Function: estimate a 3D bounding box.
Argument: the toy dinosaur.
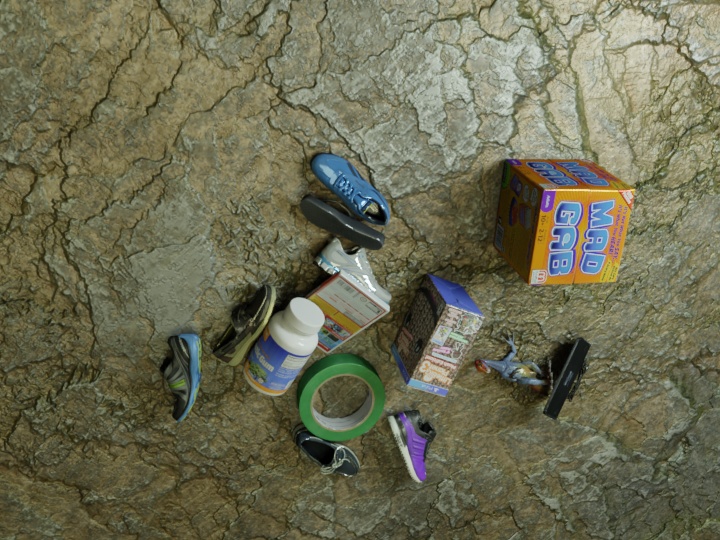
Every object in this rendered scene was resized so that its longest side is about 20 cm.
[{"bbox_3d":[0.355,0.246,1.881,0.179,0.106,0.202,1,128,9],"label":"toy dinosaur"}]

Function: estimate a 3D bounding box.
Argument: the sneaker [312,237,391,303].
[{"bbox_3d":[0.000,0.000,1.696,0.199,0.075,0.087,34,88,-29],"label":"sneaker"}]

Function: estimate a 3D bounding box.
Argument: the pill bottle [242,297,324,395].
[{"bbox_3d":[-0.156,0.155,1.679,0.111,0.113,0.201,21,121,-21],"label":"pill bottle"}]

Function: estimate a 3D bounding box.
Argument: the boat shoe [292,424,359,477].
[{"bbox_3d":[-0.074,0.428,1.869,0.075,0.062,0.200,-42,116,5],"label":"boat shoe"}]

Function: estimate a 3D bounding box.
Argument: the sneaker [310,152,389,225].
[{"bbox_3d":[-0.015,-0.161,1.615,0.200,0.079,0.066,39,103,-23],"label":"sneaker"}]

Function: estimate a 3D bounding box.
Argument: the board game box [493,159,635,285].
[{"bbox_3d":[0.413,-0.105,1.670,0.197,0.200,0.203,-1,115,-13],"label":"board game box"}]

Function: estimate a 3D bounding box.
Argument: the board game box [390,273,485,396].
[{"bbox_3d":[0.162,0.137,1.742,0.096,0.160,0.202,18,108,-19],"label":"board game box"}]

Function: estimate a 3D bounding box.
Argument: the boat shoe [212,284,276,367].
[{"bbox_3d":[-0.244,0.113,1.685,0.065,0.072,0.202,23,111,-26],"label":"boat shoe"}]

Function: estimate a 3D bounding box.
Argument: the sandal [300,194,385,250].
[{"bbox_3d":[-0.038,-0.103,1.649,0.199,0.076,0.043,28,63,-24],"label":"sandal"}]

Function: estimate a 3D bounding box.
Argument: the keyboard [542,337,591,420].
[{"bbox_3d":[0.494,0.258,1.912,0.127,0.020,0.202,31,85,-49],"label":"keyboard"}]

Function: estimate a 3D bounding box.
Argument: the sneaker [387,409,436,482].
[{"bbox_3d":[0.139,0.412,1.909,0.099,0.070,0.202,-24,117,-5],"label":"sneaker"}]

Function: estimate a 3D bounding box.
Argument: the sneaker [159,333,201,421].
[{"bbox_3d":[-0.382,0.224,1.710,0.082,0.071,0.202,7,111,-1],"label":"sneaker"}]

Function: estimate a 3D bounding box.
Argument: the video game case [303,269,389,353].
[{"bbox_3d":[-0.056,0.090,1.703,0.143,0.018,0.199,37,126,-24],"label":"video game case"}]

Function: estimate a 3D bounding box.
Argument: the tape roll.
[{"bbox_3d":[-0.044,0.287,1.822,0.198,0.048,0.203,-5,115,-11],"label":"tape roll"}]
